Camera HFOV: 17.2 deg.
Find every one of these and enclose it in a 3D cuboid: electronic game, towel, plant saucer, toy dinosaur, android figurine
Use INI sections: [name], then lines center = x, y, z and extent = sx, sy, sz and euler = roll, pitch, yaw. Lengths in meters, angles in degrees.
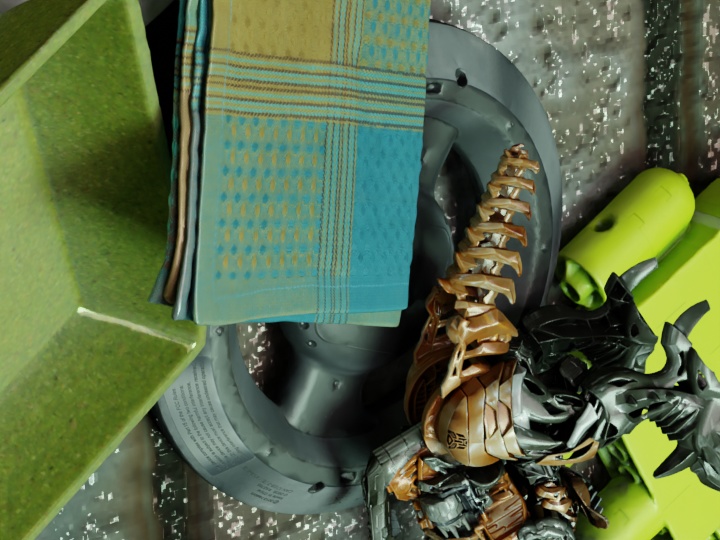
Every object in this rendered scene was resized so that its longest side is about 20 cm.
[electronic game]
center = 0.000, 0.000, 0.916
extent = 0.199, 0.042, 0.201
euler = -17, 119, -33
[towel]
center = -0.018, -0.081, 0.807
extent = 0.146, 0.022, 0.201
euler = 4, 89, -59
[plant saucer]
center = -0.137, 0.025, 0.744
extent = 0.200, 0.048, 0.200
euler = -50, 155, -26
[toy dinosaur]
center = 0.065, 0.055, 0.909
extent = 0.135, 0.102, 0.201
euler = -11, 139, -17
[android figurine]
center = 0.151, 0.039, 1.044
extent = 0.200, 0.041, 0.182
euler = -43, 123, -19

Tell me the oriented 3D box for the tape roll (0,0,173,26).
[tape roll]
center = -0.131, -0.161, 0.757
extent = 0.202, 0.071, 0.204
euler = -11, 108, -36
